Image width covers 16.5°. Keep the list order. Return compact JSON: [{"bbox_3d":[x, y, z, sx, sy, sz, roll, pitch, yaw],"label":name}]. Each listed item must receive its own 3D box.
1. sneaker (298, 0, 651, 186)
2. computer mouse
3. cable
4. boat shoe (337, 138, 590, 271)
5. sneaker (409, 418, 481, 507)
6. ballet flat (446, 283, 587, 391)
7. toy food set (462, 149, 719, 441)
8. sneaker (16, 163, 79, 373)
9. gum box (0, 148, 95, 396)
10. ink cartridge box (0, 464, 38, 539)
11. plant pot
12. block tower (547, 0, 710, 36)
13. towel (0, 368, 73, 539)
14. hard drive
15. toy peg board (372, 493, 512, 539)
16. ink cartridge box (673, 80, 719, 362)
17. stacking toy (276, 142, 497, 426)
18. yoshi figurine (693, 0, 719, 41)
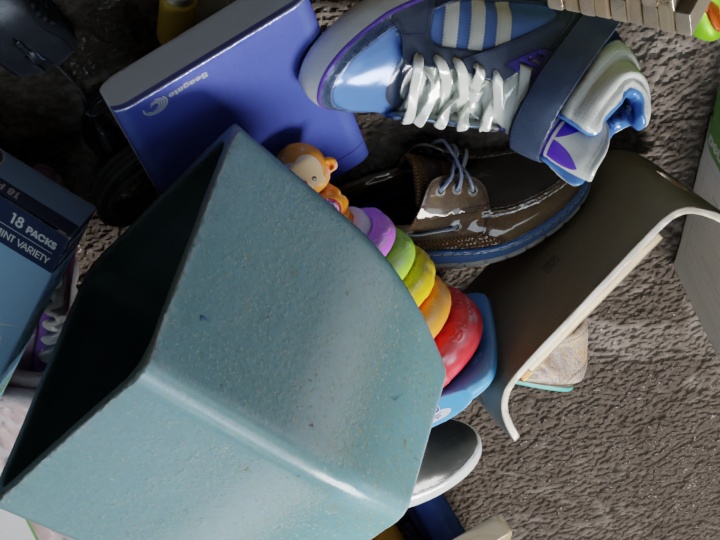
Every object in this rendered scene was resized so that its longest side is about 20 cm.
[{"bbox_3d":[0.081,-0.106,1.488,0.200,0.147,0.081,-19,145,-30],"label":"sneaker"},{"bbox_3d":[-0.183,-0.116,1.504,0.059,0.034,0.200,-30,137,11],"label":"computer mouse"},{"bbox_3d":[-0.104,-0.111,1.535,0.097,0.050,0.200,-4,140,-36],"label":"cable"},{"bbox_3d":[0.053,-0.044,1.633,0.199,0.072,0.072,-21,136,2],"label":"boat shoe"},{"bbox_3d":[-0.010,0.108,1.671,0.199,0.071,0.099,-3,140,-11],"label":"sneaker"},{"bbox_3d":[0.074,0.042,1.745,0.199,0.068,0.067,3,114,-29],"label":"ballet flat"},{"bbox_3d":[0.145,0.014,1.636,0.060,0.144,0.200,42,94,-23],"label":"toy food set"},{"bbox_3d":[-0.225,0.018,1.601,0.088,0.081,0.201,4,132,1],"label":"sneaker"},{"bbox_3d":[-0.276,-0.002,1.518,0.170,0.045,0.200,32,125,1],"label":"gum box"},{"bbox_3d":[-0.332,0.170,1.649,0.199,0.084,0.145,2,140,17],"label":"ink cartridge box"},{"bbox_3d":[-0.067,0.077,1.482,0.200,0.197,0.196,33,138,-17],"label":"plant pot"},{"bbox_3d":[0.107,-0.190,1.439,0.199,0.054,0.058,15,144,23],"label":"block tower"},{"bbox_3d":[-0.214,0.132,1.655,0.190,0.032,0.200,7,145,16],"label":"towel"},{"bbox_3d":[-0.072,-0.090,1.520,0.132,0.025,0.200,-32,153,-4],"label":"hard drive"},{"bbox_3d":[-0.002,0.221,1.843,0.199,0.098,0.200,-30,167,-9],"label":"toy peg board"},{"bbox_3d":[0.273,-0.041,1.689,0.059,0.104,0.200,-7,135,-14],"label":"ink cartridge box"},{"bbox_3d":[0.000,0.000,1.572,0.116,0.110,0.200,-21,121,14],"label":"stacking toy"},{"bbox_3d":[0.179,-0.232,1.490,0.112,0.112,0.200,-51,128,-27],"label":"yoshi figurine"}]
